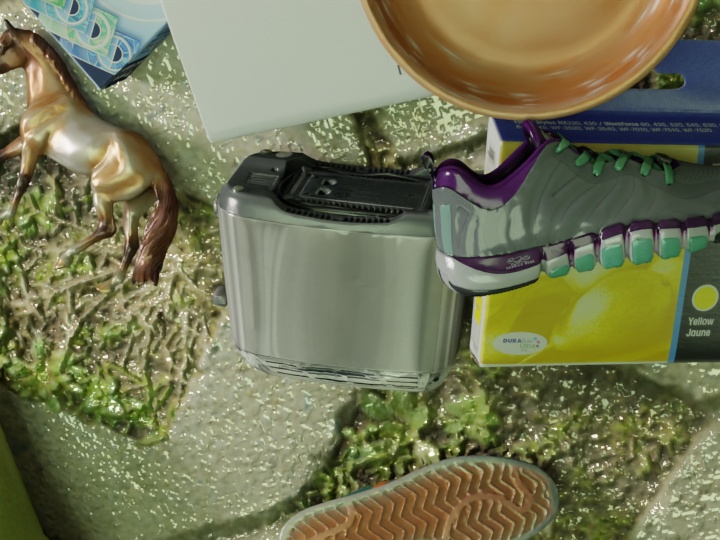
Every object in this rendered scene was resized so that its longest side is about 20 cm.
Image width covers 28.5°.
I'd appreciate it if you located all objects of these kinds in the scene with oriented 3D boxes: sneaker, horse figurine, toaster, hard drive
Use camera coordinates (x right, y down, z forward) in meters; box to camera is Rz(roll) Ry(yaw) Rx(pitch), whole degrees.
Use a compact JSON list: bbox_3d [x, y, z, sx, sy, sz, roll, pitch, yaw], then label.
[{"bbox_3d":[0.041,0.175,1.017,0.199,0.080,0.072,-12,83,2],"label":"sneaker"},{"bbox_3d":[-0.199,-0.070,1.002,0.200,0.050,0.133,34,97,12],"label":"horse figurine"},{"bbox_3d":[0.000,0.000,0.940,0.199,0.114,0.130,6,114,7],"label":"toaster"},{"bbox_3d":[-0.021,-0.163,0.907,0.199,0.025,0.132,-11,118,13],"label":"hard drive"},{"bbox_3d":[0.135,-0.049,0.802,0.199,0.074,0.088,-14,106,-4],"label":"sneaker"}]

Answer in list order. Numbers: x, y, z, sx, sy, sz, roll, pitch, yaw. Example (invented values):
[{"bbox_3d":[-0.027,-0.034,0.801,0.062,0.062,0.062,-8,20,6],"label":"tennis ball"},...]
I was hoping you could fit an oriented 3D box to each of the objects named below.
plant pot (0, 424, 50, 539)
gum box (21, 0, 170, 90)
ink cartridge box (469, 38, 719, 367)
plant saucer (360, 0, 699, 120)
[{"bbox_3d":[-0.331,0.176,1.071,0.200,0.200,0.185,-11,93,20],"label":"plant pot"},{"bbox_3d":[-0.158,-0.249,0.937,0.200,0.045,0.170,-39,94,25],"label":"gum box"},{"bbox_3d":[0.172,-0.039,0.871,0.197,0.047,0.201,0,112,-9],"label":"ink cartridge box"},{"bbox_3d":[0.094,-0.186,0.793,0.199,0.037,0.201,2,107,6],"label":"plant saucer"}]
